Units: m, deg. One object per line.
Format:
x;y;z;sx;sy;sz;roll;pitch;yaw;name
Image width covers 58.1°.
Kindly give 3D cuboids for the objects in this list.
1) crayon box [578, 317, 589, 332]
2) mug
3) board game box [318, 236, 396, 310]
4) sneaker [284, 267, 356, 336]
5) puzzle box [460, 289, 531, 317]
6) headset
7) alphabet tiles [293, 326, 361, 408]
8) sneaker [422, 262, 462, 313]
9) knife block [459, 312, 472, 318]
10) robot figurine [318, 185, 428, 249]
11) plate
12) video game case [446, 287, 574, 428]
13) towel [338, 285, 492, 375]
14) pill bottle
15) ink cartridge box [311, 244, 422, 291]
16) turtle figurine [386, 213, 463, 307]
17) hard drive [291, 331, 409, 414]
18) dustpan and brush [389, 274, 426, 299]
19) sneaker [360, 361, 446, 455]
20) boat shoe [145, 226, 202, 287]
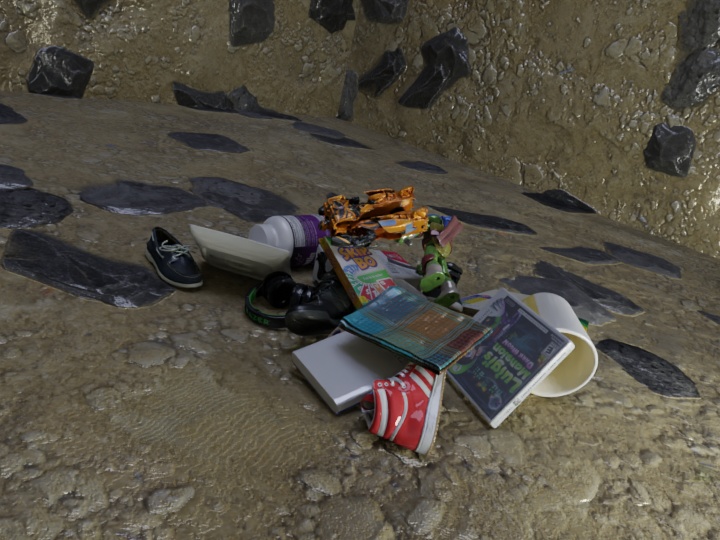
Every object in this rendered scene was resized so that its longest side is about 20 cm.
0.378;0.130;1.353;0.171;0.059;0.200;20;21;17;crayon box
0.321;0.111;1.170;0.185;0.150;0.154;27;32;-12;mug
0.000;0.000;1.165;0.094;0.030;0.201;1;38;-33;board game box
-0.071;0.053;1.147;0.076;0.116;0.198;-27;-17;33;sneaker
0.276;0.073;1.342;0.131;0.026;0.200;-13;7;-18;puzzle box
-0.129;0.035;1.223;0.123;0.095;0.199;25;34;28;headset
0.013;0.143;1.068;0.166;0.008;0.200;22;40;23;alphabet tiles
0.178;0.031;1.346;0.070;0.100;0.200;25;0;-9;sneaker
0.130;0.124;1.203;0.198;0.065;0.176;19;21;13;knife block
0.018;-0.103;1.202;0.197;0.059;0.146;-9;42;-16;robot figurine
-0.235;-0.023;1.279;0.197;0.033;0.200;16;-15;-1;plate
0.232;0.138;1.090;0.023;0.182;0.200;42;3;-33;video game case
0.084;0.085;1.006;0.198;0.022;0.146;22;37;37;towel
-0.148;-0.067;1.455;0.198;0.114;0.112;-7;28;-43;pill bottle
0.010;0.016;1.379;0.197;0.084;0.145;4;23;-25;ink cartridge box
0.111;-0.018;1.269;0.197;0.145;0.195;-5;45;-6;turtle figurine
0.008;0.142;1.036;0.198;0.026;0.132;-19;42;-31;hard drive
0.035;0.023;1.235;0.138;0.058;0.200;1;19;-33;dustpan and brush
0.064;0.163;0.957;0.111;0.072;0.201;17;46;-2;sneaker
-0.366;-0.028;1.281;0.074;0.063;0.200;-1;25;-36;boat shoe
